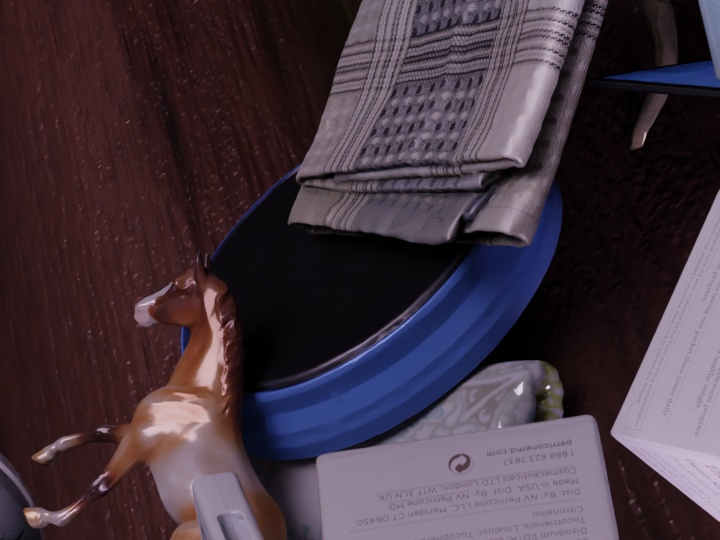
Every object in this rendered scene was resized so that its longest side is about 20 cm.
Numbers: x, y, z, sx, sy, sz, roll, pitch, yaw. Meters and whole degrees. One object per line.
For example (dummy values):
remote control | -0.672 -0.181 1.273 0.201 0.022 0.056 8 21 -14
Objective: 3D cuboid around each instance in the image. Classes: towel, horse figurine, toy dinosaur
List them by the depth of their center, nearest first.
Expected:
horse figurine | -0.082 0.108 1.069 0.132 0.050 0.201 -33 55 16
towel | 0.001 0.139 1.076 0.171 0.048 0.201 -7 58 40
towel | 0.042 -0.106 1.078 0.192 0.034 0.201 4 74 57
toy dinosaur | 0.127 -0.160 1.087 0.088 0.047 0.201 -15 88 67

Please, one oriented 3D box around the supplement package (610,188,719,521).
supplement package | 0.212 0.051 0.866 0.200 0.114 0.110 9 68 49

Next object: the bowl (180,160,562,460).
bowl | 0.000 0.000 1.140 0.200 0.039 0.201 -28 32 19

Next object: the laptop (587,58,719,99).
laptop | 0.220 -0.133 0.999 0.177 0.103 0.201 11 71 48

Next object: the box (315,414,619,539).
box | 0.051 0.181 0.878 0.106 0.153 0.201 -8 52 2

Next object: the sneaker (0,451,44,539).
sneaker | -0.159 0.178 1.117 0.083 0.201 0.121 -26 42 -18

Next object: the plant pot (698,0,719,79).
plant pot | 0.223 -0.210 0.905 0.196 0.201 0.196 1 38 41

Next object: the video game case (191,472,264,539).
video game case | -0.026 0.198 0.925 0.023 0.201 0.182 -12 16 -8
